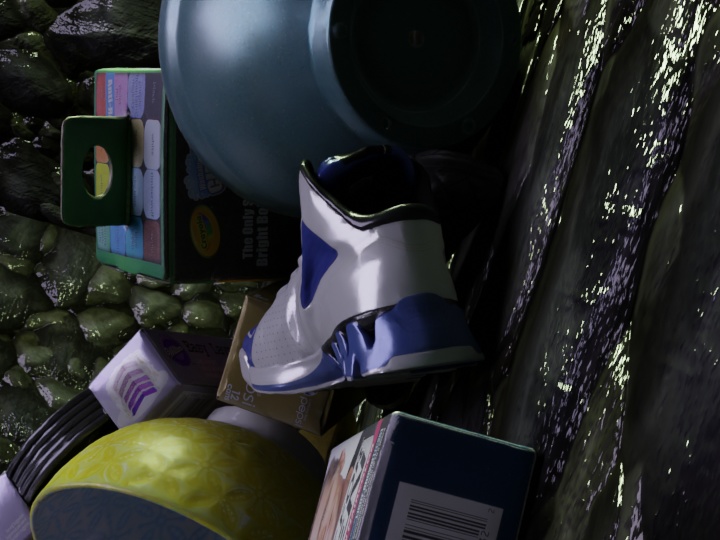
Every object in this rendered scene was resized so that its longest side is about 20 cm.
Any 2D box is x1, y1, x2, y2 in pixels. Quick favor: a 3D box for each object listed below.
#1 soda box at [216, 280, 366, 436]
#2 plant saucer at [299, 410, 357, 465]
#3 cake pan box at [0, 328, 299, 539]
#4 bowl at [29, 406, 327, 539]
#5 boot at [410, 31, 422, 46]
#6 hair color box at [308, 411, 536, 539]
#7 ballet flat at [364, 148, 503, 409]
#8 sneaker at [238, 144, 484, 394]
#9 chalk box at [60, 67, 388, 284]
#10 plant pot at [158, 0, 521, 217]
[{"bbox_3d":[-0.023,0.043,1.156,0.200,0.067,0.064,-30,-42,-77],"label":"soda box"},{"bbox_3d":[-0.079,0.199,1.266,0.199,0.048,0.201,-25,37,45],"label":"plant saucer"},{"bbox_3d":[-0.133,0.119,1.202,0.184,0.052,0.200,-47,-23,17],"label":"cake pan box"},{"bbox_3d":[-0.075,0.143,1.084,0.108,0.199,0.200,-59,-4,-32],"label":"bowl"},{"bbox_3d":[0.054,-0.168,1.284,0.200,0.069,0.132,-49,21,54],"label":"boot"},{"bbox_3d":[0.014,0.122,0.793,0.200,0.060,0.101,126,160,-78],"label":"hair color box"},{"bbox_3d":[0.034,0.014,1.046,0.201,0.056,0.067,101,177,-50],"label":"ballet flat"},{"bbox_3d":[0.000,0.000,0.960,0.199,0.080,0.116,161,105,-67],"label":"sneaker"},{"bbox_3d":[-0.090,-0.060,1.152,0.124,0.199,0.126,12,101,62],"label":"chalk box"},{"bbox_3d":[0.006,-0.127,1.051,0.134,0.199,0.202,8,81,61],"label":"plant pot"}]
